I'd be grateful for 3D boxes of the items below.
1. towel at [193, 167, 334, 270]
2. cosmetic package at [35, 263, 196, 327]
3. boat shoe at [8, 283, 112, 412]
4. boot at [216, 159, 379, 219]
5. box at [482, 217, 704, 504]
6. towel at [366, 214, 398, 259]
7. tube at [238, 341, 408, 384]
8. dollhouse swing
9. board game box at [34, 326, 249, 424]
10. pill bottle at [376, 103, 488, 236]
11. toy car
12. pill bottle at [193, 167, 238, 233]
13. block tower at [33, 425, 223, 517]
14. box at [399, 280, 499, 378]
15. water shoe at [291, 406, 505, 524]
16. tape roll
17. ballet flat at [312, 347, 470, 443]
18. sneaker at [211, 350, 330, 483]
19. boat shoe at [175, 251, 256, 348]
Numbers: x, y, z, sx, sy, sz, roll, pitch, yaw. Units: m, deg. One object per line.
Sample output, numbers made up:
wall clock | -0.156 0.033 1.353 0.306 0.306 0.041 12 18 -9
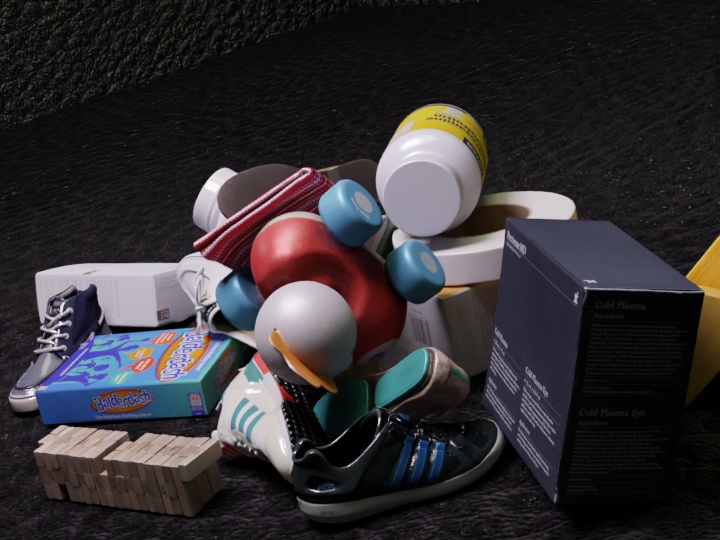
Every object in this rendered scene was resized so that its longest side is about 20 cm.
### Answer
towel | -0.075 -0.038 1.307 0.144 0.023 0.200 -34 -18 7
cosmetic package | -0.315 0.030 1.647 0.199 0.075 0.102 -2 8 29
boat shoe | -0.366 0.087 1.512 0.074 0.093 0.200 -6 20 17
boot | -0.073 -0.078 1.385 0.199 0.074 0.075 -9 -1 -32
box | 0.189 0.069 1.070 0.103 0.183 0.200 1 19 -12
towel | 0.000 0.000 1.410 0.031 0.150 0.200 30 22 24
tube | -0.037 0.099 1.367 0.199 0.058 0.052 -1 63 41
dollhouse swing | 0.297 0.002 1.221 0.176 0.182 0.200 38 37 10
board game box | -0.243 0.116 1.431 0.199 0.045 0.152 -5 20 15
pill bottle | 0.077 -0.104 1.355 0.111 0.113 0.200 -7 18 12
toy car | -0.035 0.055 1.194 0.184 0.177 0.201 -37 25 26
pill bottle | -0.092 -0.039 1.469 0.199 0.110 0.109 29 34 15
block tower | -0.222 0.189 1.203 0.199 0.058 0.054 -1 22 32
box | 0.145 0.028 1.370 0.199 0.098 0.124 -21 20 -26
water shoe | 0.037 0.157 1.103 0.199 0.079 0.071 -18 20 -19
tape roll | 0.133 -0.037 1.357 0.201 0.037 0.203 -11 19 4
ballet flat | 0.030 0.129 1.187 0.067 0.068 0.200 24 -30 -27
sneaker | -0.092 0.160 1.210 0.093 0.070 0.200 -44 31 8
boat shoe | -0.157 0.043 1.427 0.201 0.075 0.086 29 37 33
